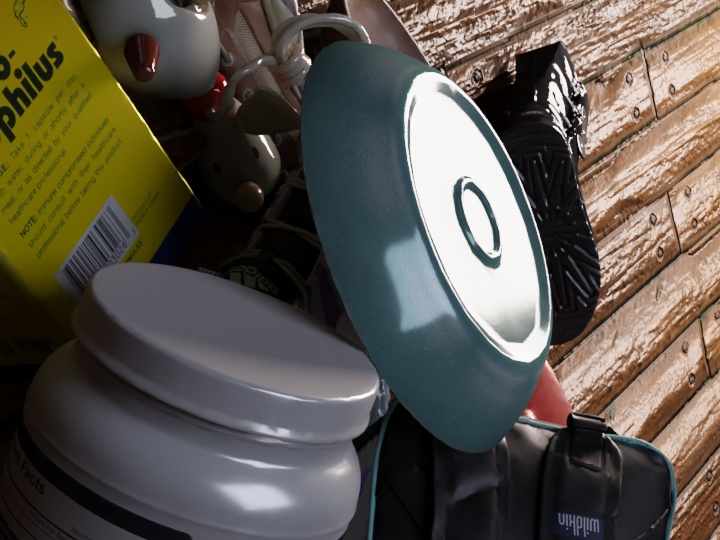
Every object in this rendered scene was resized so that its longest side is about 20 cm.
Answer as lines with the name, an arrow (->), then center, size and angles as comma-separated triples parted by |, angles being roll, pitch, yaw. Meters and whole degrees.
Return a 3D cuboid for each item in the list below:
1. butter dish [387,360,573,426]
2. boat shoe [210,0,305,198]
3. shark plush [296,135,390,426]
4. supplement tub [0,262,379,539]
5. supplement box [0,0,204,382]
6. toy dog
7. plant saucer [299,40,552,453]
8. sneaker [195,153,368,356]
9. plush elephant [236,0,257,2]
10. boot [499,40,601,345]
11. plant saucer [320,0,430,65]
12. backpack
butter dish -> 0.048, 0.177, 0.953 | 0.198, 0.148, 0.201 | -23, 86, -23
boat shoe -> -0.061, -0.091, 0.898 | 0.071, 0.076, 0.201 | -26, 113, -17
shark plush -> 0.000, 0.000, 0.848 | 0.090, 0.083, 0.202 | 13, 95, -10
supplement tub -> -0.083, 0.113, 0.640 | 0.140, 0.140, 0.201 | 2, 114, -54
supplement box -> -0.178, -0.057, 0.686 | 0.201, 0.108, 0.110 | 58, 45, -34
toy dog -> -0.082, -0.087, 0.766 | 0.200, 0.132, 0.097 | 31, 32, -43
plant saucer -> 0.041, -0.018, 0.723 | 0.200, 0.036, 0.201 | 44, 35, -42
sneaker -> -0.035, -0.002, 0.740 | 0.140, 0.077, 0.202 | 16, 85, -61
plush elephant -> -0.105, -0.263, 0.795 | 0.155, 0.163, 0.201 | -104, -155, -56
boot -> 0.137, -0.061, 1.135 | 0.200, 0.065, 0.166 | -76, 161, -67
plant saucer -> 0.029, -0.090, 0.985 | 0.201, 0.034, 0.201 | 53, 18, -26
backpack -> 0.057, 0.180, 0.790 | 0.175, 0.153, 0.201 | 16, 58, -17
